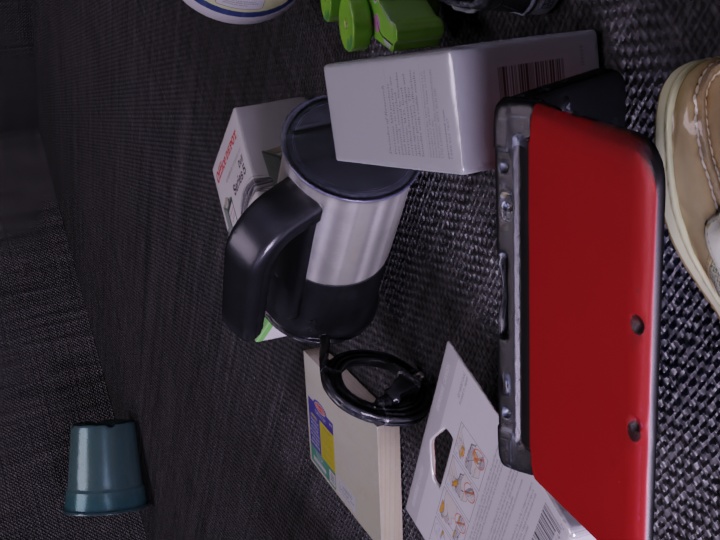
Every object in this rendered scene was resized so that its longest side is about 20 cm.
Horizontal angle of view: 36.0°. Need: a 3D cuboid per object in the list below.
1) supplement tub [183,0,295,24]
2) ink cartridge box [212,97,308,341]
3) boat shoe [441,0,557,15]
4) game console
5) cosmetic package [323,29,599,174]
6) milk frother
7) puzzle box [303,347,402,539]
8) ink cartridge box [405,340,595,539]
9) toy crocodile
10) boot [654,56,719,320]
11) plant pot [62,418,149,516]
[{"bbox_3d":[-0.093,-0.322,0.946,0.200,0.143,0.147,130,127,-63],"label":"supplement tub"},{"bbox_3d":[-0.080,-0.050,1.122,0.146,0.083,0.203,129,128,-63],"label":"ink cartridge box"},{"bbox_3d":[0.053,-0.211,0.724,0.200,0.067,0.073,-127,33,-50],"label":"boat shoe"},{"bbox_3d":[0.132,0.012,0.562,0.117,0.171,0.203,13,114,38],"label":"game console"},{"bbox_3d":[0.059,-0.108,0.713,0.200,0.100,0.073,-159,60,-67],"label":"cosmetic package"},{"bbox_3d":[0.000,0.000,0.911,0.198,0.181,0.189,26,141,9],"label":"milk frother"},{"bbox_3d":[-0.010,0.174,1.127,0.200,0.025,0.135,-142,45,-60],"label":"puzzle box"},{"bbox_3d":[0.102,0.177,0.810,0.202,0.044,0.177,100,151,-41],"label":"ink cartridge box"},{"bbox_3d":[0.011,-0.205,0.811,0.201,0.066,0.063,-117,23,-59],"label":"toy crocodile"},{"bbox_3d":[0.200,-0.006,0.437,0.154,0.071,0.203,157,97,-69],"label":"boot"},{"bbox_3d":[-0.591,0.449,2.557,0.200,0.197,0.200,172,95,-69],"label":"plant pot"}]
